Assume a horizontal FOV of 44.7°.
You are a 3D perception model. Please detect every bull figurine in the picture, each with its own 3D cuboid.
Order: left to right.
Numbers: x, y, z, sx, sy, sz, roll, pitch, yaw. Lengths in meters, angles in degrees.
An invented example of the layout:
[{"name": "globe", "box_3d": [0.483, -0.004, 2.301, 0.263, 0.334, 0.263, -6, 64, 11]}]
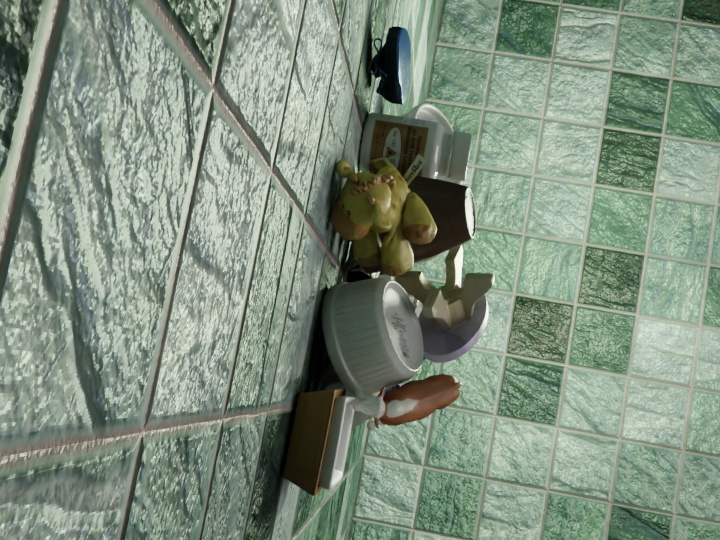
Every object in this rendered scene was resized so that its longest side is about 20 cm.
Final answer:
[{"name": "bull figurine", "box_3d": [0.071, 0.218, 1.441, 0.121, 0.199, 0.065, -33, -111, 63]}]

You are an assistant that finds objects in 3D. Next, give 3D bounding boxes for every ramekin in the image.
[{"name": "ramekin", "box_3d": [0.028, 0.106, 1.477, 0.200, 0.105, 0.201, 50, 31, -45]}, {"name": "ramekin", "box_3d": [0.130, -0.255, 1.920, 0.200, 0.105, 0.201, 31, 51, -47]}]

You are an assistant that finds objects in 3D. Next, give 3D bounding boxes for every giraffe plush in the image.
[{"name": "giraffe plush", "box_3d": [0.021, -0.096, 1.373, 0.162, 0.172, 0.201, -5, 117, -63]}]

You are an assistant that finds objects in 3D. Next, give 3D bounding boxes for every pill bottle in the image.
[{"name": "pill bottle", "box_3d": [-0.014, 0.195, 1.609, 0.200, 0.113, 0.114, -70, 169, -65]}, {"name": "pill bottle", "box_3d": [0.104, -0.226, 1.640, 0.114, 0.199, 0.115, 9, 90, -84]}]

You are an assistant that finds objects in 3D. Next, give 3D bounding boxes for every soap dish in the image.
[{"name": "soap dish", "box_3d": [-0.063, 0.263, 1.385, 0.200, 0.081, 0.158, 64, 37, -82]}]

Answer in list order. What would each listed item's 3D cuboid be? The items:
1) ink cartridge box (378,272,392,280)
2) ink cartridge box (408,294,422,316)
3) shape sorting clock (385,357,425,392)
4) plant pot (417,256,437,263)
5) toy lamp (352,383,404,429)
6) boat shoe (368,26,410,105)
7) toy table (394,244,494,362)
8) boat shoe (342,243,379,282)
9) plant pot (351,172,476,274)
[{"name": "ink cartridge box", "box_3d": [0.033, 0.036, 1.944, 0.200, 0.068, 0.116, -86, -179, -50]}, {"name": "ink cartridge box", "box_3d": [0.069, 0.099, 1.740, 0.200, 0.067, 0.116, -27, -141, 44]}, {"name": "shape sorting clock", "box_3d": [0.065, 0.202, 1.752, 0.200, 0.039, 0.200, -41, 180, 0]}, {"name": "plant pot", "box_3d": [0.125, -0.151, 2.086, 0.184, 0.200, 0.201, 83, 17, -56]}, {"name": "toy lamp", "box_3d": [0.003, 0.276, 1.653, 0.058, 0.200, 0.058, 53, 9, -13]}, {"name": "boat shoe", "box_3d": [0.047, -0.354, 1.541, 0.200, 0.068, 0.084, 87, 22, -63]}, {"name": "toy table", "box_3d": [0.159, 0.054, 1.585, 0.200, 0.183, 0.117, -76, 154, -50]}, {"name": "boat shoe", "box_3d": [0.000, 0.000, 1.680, 0.066, 0.072, 0.201, 91, 17, -79]}, {"name": "plant pot", "box_3d": [0.102, -0.095, 1.580, 0.187, 0.199, 0.188, -5, 90, -71]}]
